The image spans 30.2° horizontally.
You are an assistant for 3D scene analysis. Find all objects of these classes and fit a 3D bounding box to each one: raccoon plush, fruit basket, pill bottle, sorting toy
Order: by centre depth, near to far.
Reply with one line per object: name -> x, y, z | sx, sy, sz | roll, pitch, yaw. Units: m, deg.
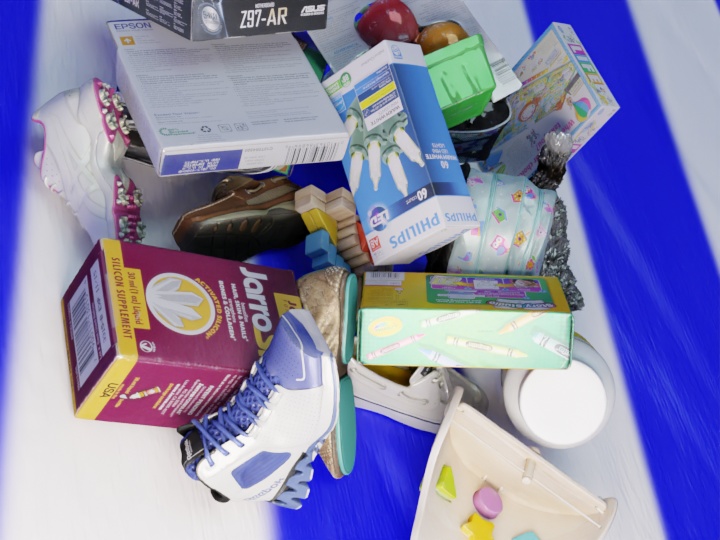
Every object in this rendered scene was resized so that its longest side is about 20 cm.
sorting toy -> 0.120, 0.247, 1.268 | 0.200, 0.107, 0.180 | 36, 47, -7
pill bottle -> 0.201, 0.120, 1.360 | 0.113, 0.113, 0.200 | 43, 5, 2
fruit basket -> 0.050, -0.240, 1.460 | 0.185, 0.094, 0.200 | -26, 67, -21
raccoon plush -> 0.216, -0.044, 1.534 | 0.097, 0.200, 0.134 | -10, 39, -24

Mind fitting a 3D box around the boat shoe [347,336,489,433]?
boat shoe -> 0.059, 0.104, 1.348 | 0.202, 0.086, 0.075 | 19, 45, -24

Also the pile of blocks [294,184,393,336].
pile of blocks -> 0.000, 0.000, 1.361 | 0.200, 0.062, 0.082 | 59, 36, -12

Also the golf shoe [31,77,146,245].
golf shoe -> -0.262, -0.082, 1.282 | 0.075, 0.091, 0.200 | 46, 31, -73

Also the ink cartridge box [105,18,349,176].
ink cartridge box -> -0.137, -0.179, 1.334 | 0.196, 0.043, 0.200 | -7, 48, -25

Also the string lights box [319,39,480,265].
string lights box -> 0.037, -0.116, 1.334 | 0.059, 0.103, 0.200 | -2, 70, -48

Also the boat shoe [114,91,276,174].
boat shoe -> -0.179, -0.127, 1.350 | 0.200, 0.072, 0.068 | 14, 40, -6

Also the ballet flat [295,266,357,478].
ballet flat -> -0.038, 0.096, 1.267 | 0.071, 0.065, 0.201 | 7, 84, -76

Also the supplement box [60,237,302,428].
supplement box -> -0.155, 0.064, 1.200 | 0.200, 0.103, 0.131 | 10, 48, -33

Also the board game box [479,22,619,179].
board game box -> 0.217, -0.188, 1.651 | 0.034, 0.200, 0.135 | -1, 56, -40

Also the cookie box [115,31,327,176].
cookie box -> -0.146, -0.207, 1.439 | 0.200, 0.075, 0.171 | 17, 43, -3

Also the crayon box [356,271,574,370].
crayon box -> 0.098, 0.046, 1.278 | 0.199, 0.058, 0.119 | 2, 17, 2

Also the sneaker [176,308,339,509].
sneaker -> -0.092, 0.134, 1.132 | 0.115, 0.200, 0.081 | -4, 39, -26

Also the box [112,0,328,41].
box -> -0.153, -0.288, 1.381 | 0.160, 0.044, 0.200 | -12, 29, -33

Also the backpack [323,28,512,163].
backpack -> 0.051, -0.198, 1.562 | 0.200, 0.151, 0.178 | -7, 61, -33

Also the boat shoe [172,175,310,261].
boat shoe -> -0.122, -0.057, 1.367 | 0.074, 0.076, 0.200 | 49, 31, 19

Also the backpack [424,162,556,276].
backpack -> 0.131, -0.016, 1.414 | 0.126, 0.200, 0.167 | 9, 41, -2
